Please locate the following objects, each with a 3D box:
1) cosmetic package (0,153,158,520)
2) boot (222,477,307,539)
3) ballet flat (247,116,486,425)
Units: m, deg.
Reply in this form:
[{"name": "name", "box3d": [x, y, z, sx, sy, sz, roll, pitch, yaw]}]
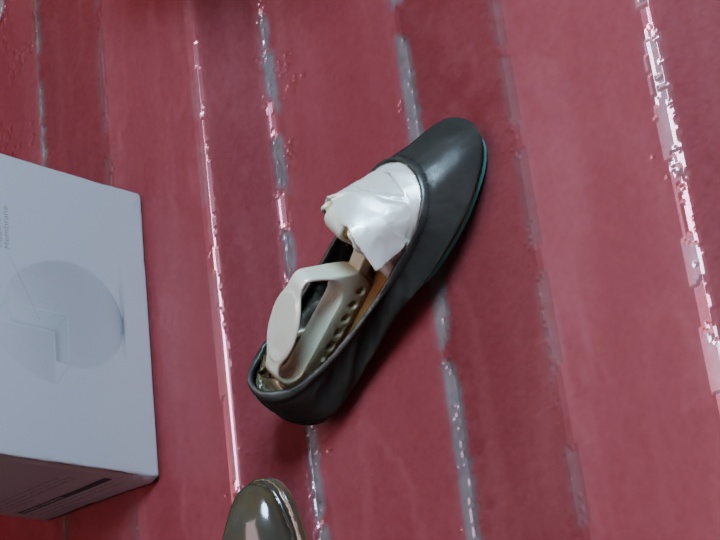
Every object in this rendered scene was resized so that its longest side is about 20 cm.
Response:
[{"name": "cosmetic package", "box3d": [-0.245, 0.039, 1.042, 0.122, 0.199, 0.201, -23, 63, 35]}, {"name": "boot", "box3d": [-0.083, 0.212, 0.917, 0.074, 0.097, 0.202, -5, 75, 41]}, {"name": "ballet flat", "box3d": [0.000, 0.000, 0.920, 0.068, 0.068, 0.201, 39, 105, 42]}]
